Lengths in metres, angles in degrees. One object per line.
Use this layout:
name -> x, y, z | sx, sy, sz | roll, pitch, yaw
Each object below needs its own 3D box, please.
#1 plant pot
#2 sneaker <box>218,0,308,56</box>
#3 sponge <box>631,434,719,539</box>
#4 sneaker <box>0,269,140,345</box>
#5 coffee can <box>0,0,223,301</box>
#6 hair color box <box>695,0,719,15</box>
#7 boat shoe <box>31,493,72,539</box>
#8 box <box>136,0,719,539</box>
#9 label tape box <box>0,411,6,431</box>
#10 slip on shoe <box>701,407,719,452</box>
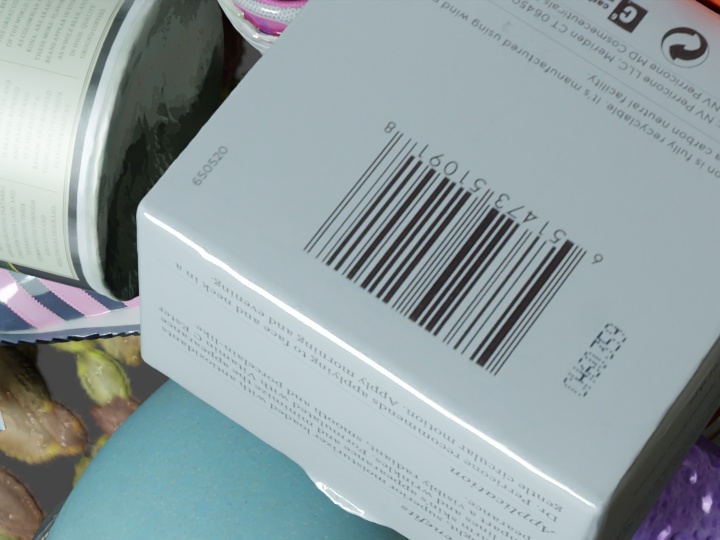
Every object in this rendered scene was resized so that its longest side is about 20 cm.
plant pot -> -0.044, 0.114, 1.149 | 0.199, 0.200, 0.136 | -1, 72, 33
sneaker -> -0.023, -0.115, 1.074 | 0.081, 0.088, 0.201 | 15, 136, 28
sponge -> 0.166, 0.151, 1.039 | 0.199, 0.030, 0.112 | 33, 103, -10
sneaker -> -0.139, -0.008, 1.192 | 0.199, 0.070, 0.083 | -6, 89, 3
coffee can -> -0.177, -0.080, 1.111 | 0.199, 0.146, 0.147 | 14, 116, 13
hair color box -> 0.159, -0.144, 0.952 | 0.200, 0.064, 0.111 | 34, 91, 19
boat shoe -> -0.166, 0.198, 1.321 | 0.067, 0.057, 0.201 | 35, 123, 16
box -> 0.052, -0.011, 0.957 | 0.198, 0.200, 0.131 | 33, 156, 12
label tape box -> -0.241, -0.017, 1.282 | 0.144, 0.063, 0.201 | -9, 104, 34
slip on shoe -> 0.162, 0.070, 1.065 | 0.074, 0.061, 0.200 | 28, 137, -7
